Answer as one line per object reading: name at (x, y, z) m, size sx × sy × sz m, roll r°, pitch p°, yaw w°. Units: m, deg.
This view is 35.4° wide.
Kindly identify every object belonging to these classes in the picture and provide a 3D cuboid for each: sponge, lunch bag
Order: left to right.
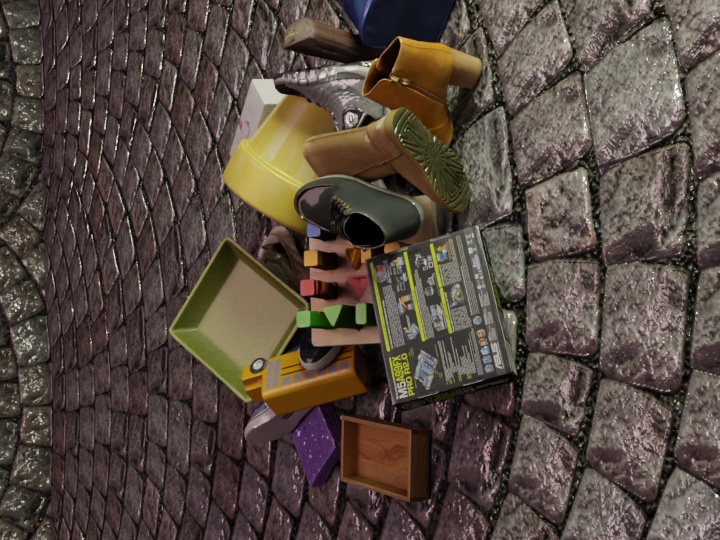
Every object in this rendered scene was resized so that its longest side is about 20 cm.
sponge at (-0.083, 0.243, 1.857) m, size 0.112 × 0.029 × 0.201 m, roll -62°, pitch 39°, yaw 37°
lunch bag at (0.053, -0.418, 1.545) m, size 0.133 × 0.134 × 0.201 m, roll 59°, pitch 135°, yaw 42°

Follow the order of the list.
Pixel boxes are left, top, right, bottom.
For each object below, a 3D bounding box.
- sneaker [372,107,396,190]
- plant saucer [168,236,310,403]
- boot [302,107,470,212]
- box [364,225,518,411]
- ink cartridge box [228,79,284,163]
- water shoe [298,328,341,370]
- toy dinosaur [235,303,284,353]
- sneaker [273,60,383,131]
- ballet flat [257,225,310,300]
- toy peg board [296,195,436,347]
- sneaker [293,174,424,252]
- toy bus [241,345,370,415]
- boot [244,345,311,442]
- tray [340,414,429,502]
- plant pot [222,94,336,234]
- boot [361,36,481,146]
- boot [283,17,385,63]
sneaker at (0.056, -0.200, 1.615) m, size 0.087 × 0.074 × 0.201 m, roll 49°, pitch 135°, yaw 27°
plant saucer at (-0.193, 0.080, 1.870) m, size 0.199 × 0.048 × 0.201 m, roll 38°, pitch 104°, yaw 21°
boot at (0.036, -0.137, 1.537) m, size 0.199 × 0.066 × 0.176 m, roll -13°, pitch 122°, yaw 52°
box at (0.101, 0.061, 1.436) m, size 0.158 × 0.044 × 0.202 m, roll -17°, pitch 68°, yaw 14°
ink cartridge box at (-0.146, -0.221, 1.892) m, size 0.068 × 0.115 × 0.201 m, roll 61°, pitch 143°, yaw 35°
water shoe at (-0.051, 0.048, 1.683) m, size 0.071 × 0.079 × 0.202 m, roll 11°, pitch 68°, yaw 38°
toy dinosaur at (-0.140, 0.120, 1.958) m, size 0.181 × 0.105 × 0.201 m, roll -30°, pitch 96°, yaw 46°
sneaker at (-0.046, -0.232, 1.604) m, size 0.198 × 0.075 × 0.117 m, roll 3°, pitch 103°, yaw 43°
ballet flat at (-0.136, -0.020, 1.926) m, size 0.200 × 0.067 × 0.069 m, roll 49°, pitch 129°, yaw 50°
toy peg board at (0.000, 0.000, 1.566) m, size 0.198 × 0.098 × 0.202 m, roll -5°, pitch 83°, yaw 27°
sneaker at (-0.024, -0.078, 1.494) m, size 0.198 × 0.106 × 0.076 m, roll 10°, pitch 109°, yaw 31°
toy bus at (-0.085, 0.165, 1.720) m, size 0.198 × 0.065 × 0.079 m, roll -17°, pitch 45°, yaw 19°
boot at (-0.131, 0.207, 1.858) m, size 0.200 × 0.072 × 0.091 m, roll -42°, pitch 46°, yaw 40°
tray at (0.034, 0.271, 1.645) m, size 0.199 × 0.037 × 0.100 m, roll -1°, pitch 87°, yaw 60°
plant pot at (-0.086, -0.181, 1.740) m, size 0.190 × 0.199 × 0.201 m, roll -61°, pitch 37°, yaw 14°
boot at (0.062, -0.220, 1.508) m, size 0.202 × 0.142 × 0.071 m, roll -63°, pitch 34°, yaw 35°
boot at (-0.041, -0.325, 1.641) m, size 0.186 × 0.198 × 0.065 m, roll 7°, pitch 94°, yaw 60°
